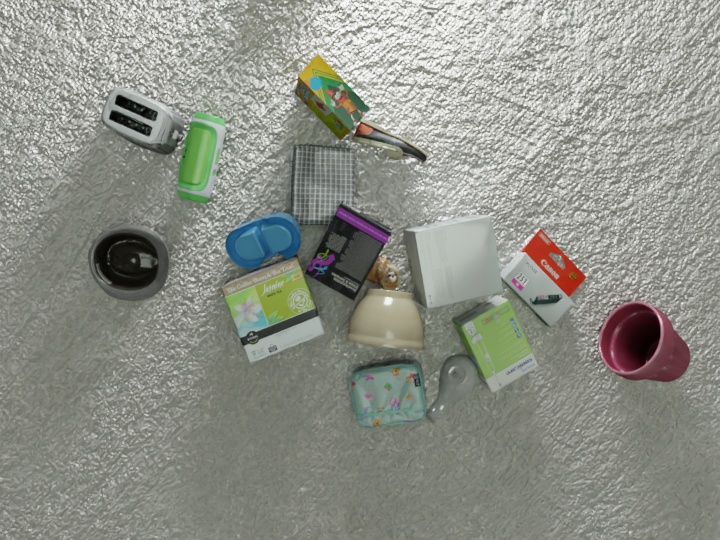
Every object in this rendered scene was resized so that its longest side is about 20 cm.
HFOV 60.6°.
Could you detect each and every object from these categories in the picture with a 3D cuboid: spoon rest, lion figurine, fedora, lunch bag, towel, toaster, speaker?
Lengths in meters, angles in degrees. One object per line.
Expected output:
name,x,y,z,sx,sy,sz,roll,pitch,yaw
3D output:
spoon rest,0.232,0.318,1.633,0.099,0.061,0.201,36,87,21
lion figurine,0.000,0.000,1.572,0.195,0.073,0.125,-8,108,8
fedora,-0.543,-0.022,1.476,0.195,0.090,0.181,-1,95,-1
lunch bag,0.077,0.319,1.584,0.195,0.077,0.164,-9,92,9
towel,-0.095,-0.212,1.520,0.161,0.086,0.205,1,96,-9
toaster,-0.511,-0.351,1.425,0.197,0.129,0.116,24,92,-9
speaker,-0.381,-0.268,1.475,0.086,0.088,0.205,13,94,-9

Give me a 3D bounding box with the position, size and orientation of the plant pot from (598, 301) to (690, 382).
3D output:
plant pot,0.769,0.208,1.641,0.177,0.200,0.203,25,93,-26

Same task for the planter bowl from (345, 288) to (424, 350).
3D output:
planter bowl,0.067,0.118,1.529,0.195,0.200,0.138,6,86,-8

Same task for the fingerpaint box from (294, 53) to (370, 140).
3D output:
fingerpaint box,-0.070,-0.401,1.444,0.167,0.200,0.073,44,88,-9

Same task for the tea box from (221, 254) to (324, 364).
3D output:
tea box,-0.212,0.090,1.511,0.196,0.134,0.201,-22,98,-4

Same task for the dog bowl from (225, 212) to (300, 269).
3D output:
dog bowl,-0.232,-0.077,1.498,0.196,0.050,0.113,-16,116,17

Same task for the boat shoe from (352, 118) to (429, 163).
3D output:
boat shoe,0.076,-0.311,1.540,0.197,0.071,0.064,24,99,-8

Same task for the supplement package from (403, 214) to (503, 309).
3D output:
supplement package,0.229,-0.027,1.552,0.195,0.147,0.196,-12,98,-6

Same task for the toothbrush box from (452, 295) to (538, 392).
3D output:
toothbrush box,0.355,0.192,1.624,0.144,0.086,0.203,-28,98,-4

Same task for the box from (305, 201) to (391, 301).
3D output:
box,-0.031,-0.046,1.505,0.141,0.036,0.202,29,105,-4

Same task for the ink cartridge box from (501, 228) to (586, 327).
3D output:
ink cartridge box,0.496,0.021,1.647,0.200,0.044,0.174,42,91,-10
